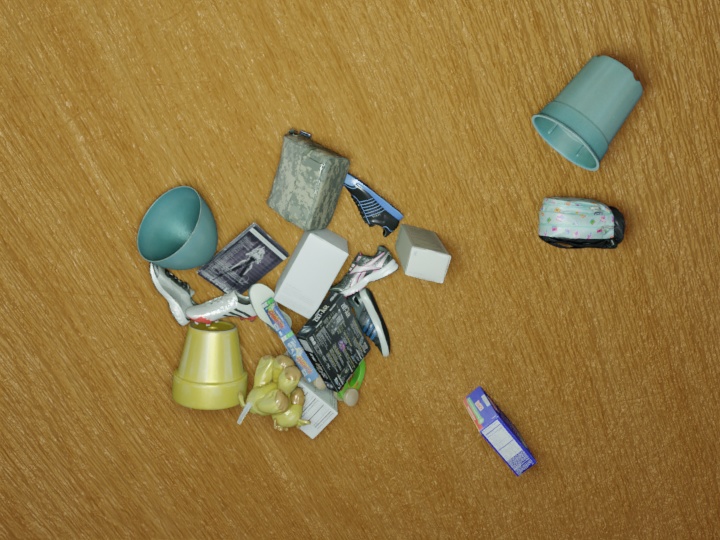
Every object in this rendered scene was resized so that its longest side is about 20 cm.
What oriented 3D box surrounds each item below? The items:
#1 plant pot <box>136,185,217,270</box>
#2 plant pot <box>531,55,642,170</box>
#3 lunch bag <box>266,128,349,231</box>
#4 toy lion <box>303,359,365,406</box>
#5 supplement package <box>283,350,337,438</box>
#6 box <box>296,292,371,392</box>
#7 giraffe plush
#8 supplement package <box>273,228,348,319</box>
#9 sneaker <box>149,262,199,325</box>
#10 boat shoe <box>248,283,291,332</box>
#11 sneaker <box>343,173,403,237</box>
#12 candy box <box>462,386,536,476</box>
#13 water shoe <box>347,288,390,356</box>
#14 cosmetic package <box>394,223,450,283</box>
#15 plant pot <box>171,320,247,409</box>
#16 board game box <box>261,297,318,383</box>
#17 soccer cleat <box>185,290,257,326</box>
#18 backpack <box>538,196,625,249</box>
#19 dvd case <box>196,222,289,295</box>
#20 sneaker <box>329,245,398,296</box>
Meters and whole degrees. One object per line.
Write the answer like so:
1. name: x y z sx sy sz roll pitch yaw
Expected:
1. plant pot: -0.428 -0.083 1.472 0.198 0.203 0.135 -34 142 9
2. plant pot: 0.544 -0.379 1.413 0.199 0.201 0.198 37 97 -15
3. lunch bag: -0.138 -0.218 1.451 0.165 0.139 0.205 27 110 19
4. toy lion: -0.056 0.244 1.637 0.199 0.068 0.195 37 74 -37
5. supplement package: -0.168 0.345 1.663 0.199 0.114 0.110 43 102 -15
6. box: -0.064 0.185 1.547 0.161 0.043 0.203 -50 129 -31
7. giraffe plush: -0.200 0.336 1.529 0.201 0.172 0.162 -50 127 -3
8. supplement package: -0.127 -0.003 1.540 0.115 0.117 0.203 27 107 -12
9. sneaker: -0.486 0.044 1.566 0.078 0.074 0.203 -28 115 -3
10. boat shoe: -0.248 0.101 1.562 0.074 0.061 0.201 -60 144 -23
11. sneaker: 0.017 -0.165 1.515 0.198 0.070 0.079 37 99 -15
12. candy box: 0.394 0.455 1.707 0.076 0.170 0.201 -38 107 7
13. water shoe: 0.022 0.146 1.633 0.077 0.072 0.205 -18 104 13
14. cosmetic package: 0.151 -0.047 1.495 0.101 0.201 0.075 13 109 -8
15. plant pot: -0.393 0.239 1.579 0.194 0.201 0.195 4 97 -5
16. board game box: -0.178 0.179 1.520 0.034 0.136 0.202 -31 134 -9
17. soccer cleat: -0.356 0.092 1.567 0.194 0.069 0.087 0 123 -22
18. backpack: 0.551 -0.122 1.529 0.193 0.167 0.131 4 91 -1
19. dvd case: -0.301 -0.020 1.543 0.198 0.016 0.149 -37 136 10
20. sneaker: 0.000 0.000 1.582 0.196 0.080 0.088 -28 91 4
